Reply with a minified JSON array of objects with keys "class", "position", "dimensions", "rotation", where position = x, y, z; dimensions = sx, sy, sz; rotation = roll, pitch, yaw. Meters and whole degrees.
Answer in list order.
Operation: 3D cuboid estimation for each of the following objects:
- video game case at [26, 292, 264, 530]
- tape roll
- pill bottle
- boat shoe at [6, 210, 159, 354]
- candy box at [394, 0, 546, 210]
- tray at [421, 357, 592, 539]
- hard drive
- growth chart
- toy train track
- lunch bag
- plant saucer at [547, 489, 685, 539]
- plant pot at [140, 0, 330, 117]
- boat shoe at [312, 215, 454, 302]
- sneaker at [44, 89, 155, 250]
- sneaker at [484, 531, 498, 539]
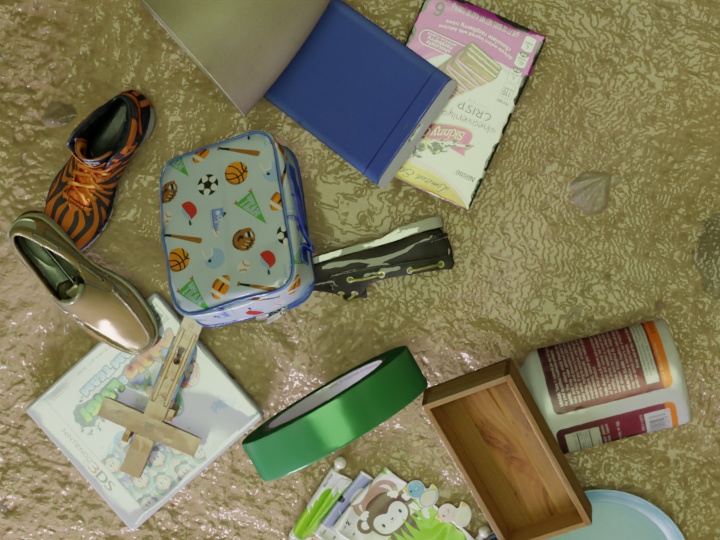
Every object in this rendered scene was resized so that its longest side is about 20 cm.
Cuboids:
[{"class":"video game case","position":[-0.238,0.156,1.783],"dimensions":[0.200,0.024,0.182],"rotation":[-41,91,6]},{"class":"tape roll","position":[-0.027,0.148,1.677],"dimensions":[0.200,0.200,0.048],"rotation":[-30,93,7]},{"class":"pill bottle","position":[0.237,0.128,1.697],"dimensions":[0.199,0.114,0.115],"rotation":[-14,94,5]},{"class":"boat shoe","position":[-0.299,0.024,1.711],"dimensions":[0.200,0.076,0.072],"rotation":[41,100,-13]},{"class":"candy box","position":[0.095,-0.182,1.708],"dimensions":[0.136,0.061,0.201],"rotation":[24,97,2]},{"class":"tray","position":[0.152,0.190,1.652],"dimensions":[0.098,0.037,0.200],"rotation":[-21,113,19]},{"class":"hard drive","position":[-0.010,-0.194,1.686],"dimensions":[0.200,0.025,0.132],"rotation":[39,98,30]},{"class":"growth chart","position":[0.030,0.290,1.778],"dimensions":[0.200,0.018,0.145],"rotation":[27,96,1]},{"class":"toy train track","position":[-0.210,0.129,1.750],"dimensions":[0.114,0.033,0.201],"rotation":[24,98,1]},{"class":"lunch bag","position":[-0.126,-0.040,1.695],"dimensions":[0.160,0.076,0.201],"rotation":[-16,70,14]},{"class":"plant saucer","position":[0.263,0.335,1.758],"dimensions":[0.199,0.027,0.201],"rotation":[0,96,5]},{"class":"plant pot","position":[-0.109,-0.295,1.662],"dimensions":[0.200,0.187,0.187],"rotation":[-42,91,-1]},{"class":"boat shoe","position":[0.000,0.000,1.726],"dimensions":[0.201,0.072,0.061],"rotation":[-19,89,3]},{"class":"sneaker","position":[-0.294,-0.105,1.720],"dimensions":[0.077,0.112,0.200],"rotation":[27,98,2]},{"class":"sneaker","position":[0.120,0.377,1.729],"dimensions":[0.078,0.089,0.201],"rotation":[19,103,27]}]
